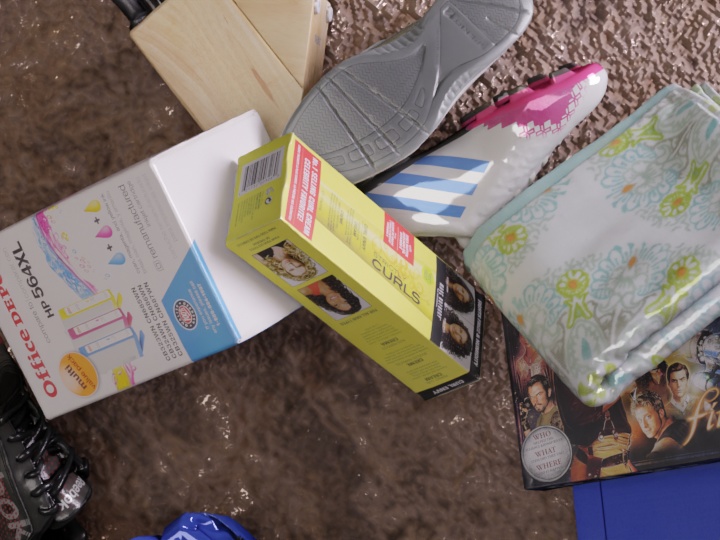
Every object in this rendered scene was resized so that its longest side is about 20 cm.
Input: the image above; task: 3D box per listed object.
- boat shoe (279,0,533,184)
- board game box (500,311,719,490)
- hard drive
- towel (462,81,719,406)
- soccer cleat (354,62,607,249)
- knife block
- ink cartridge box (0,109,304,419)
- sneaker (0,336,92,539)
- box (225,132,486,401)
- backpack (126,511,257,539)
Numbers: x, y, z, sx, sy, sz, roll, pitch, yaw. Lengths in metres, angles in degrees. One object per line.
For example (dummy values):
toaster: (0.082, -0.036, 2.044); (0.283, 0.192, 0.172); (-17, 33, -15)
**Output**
boat shoe: (0.028, -0.120, 1.547); (0.074, 0.065, 0.202); (45, 75, 3)
board game box: (0.191, 0.060, 1.522); (0.199, 0.035, 0.136); (-13, 78, 28)
hard drive: (0.241, 0.182, 1.522); (0.199, 0.025, 0.132); (-9, 55, 9)
towel: (0.177, -0.024, 1.494); (0.200, 0.171, 0.048); (-39, 126, 0)
soccer cleat: (0.085, -0.064, 1.572); (0.200, 0.070, 0.087); (-28, 93, 12)
knife block: (-0.114, -0.145, 1.596); (0.175, 0.064, 0.201); (6, 89, 10)
ink cartridge box: (-0.145, 0.002, 1.535); (0.200, 0.125, 0.129); (-23, 95, 35)
sneaker: (-0.225, 0.119, 1.561); (0.098, 0.071, 0.201); (11, 128, 22)
box: (0.000, 0.000, 1.508); (0.050, 0.200, 0.075); (-24, 42, 34)
backpack: (-0.098, 0.266, 1.535); (0.168, 0.163, 0.200); (-40, 81, 2)
